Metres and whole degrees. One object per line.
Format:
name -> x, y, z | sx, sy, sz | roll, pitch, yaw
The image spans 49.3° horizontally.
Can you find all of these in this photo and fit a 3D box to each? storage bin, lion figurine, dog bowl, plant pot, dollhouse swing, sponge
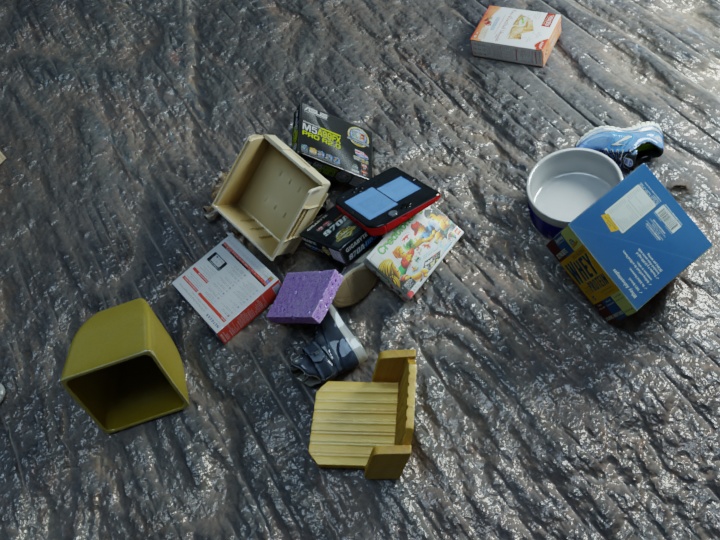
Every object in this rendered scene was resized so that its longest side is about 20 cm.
storage bin -> -0.196, -0.167, 1.746 | 0.199, 0.093, 0.200 | 40, 112, 18
lion figurine -> -0.300, -0.150, 1.882 | 0.199, 0.073, 0.122 | 41, 65, 20
dog bowl -> 0.450, -0.157, 1.649 | 0.196, 0.079, 0.203 | -8, 54, 11
plant pot -> -0.480, 0.177, 1.622 | 0.191, 0.197, 0.202 | -18, 46, 3
dollhouse swing -> 0.001, 0.257, 1.439 | 0.172, 0.183, 0.203 | 9, 56, -2
sponge -> -0.119, 0.055, 1.628 | 0.199, 0.030, 0.113 | -4, 55, 55

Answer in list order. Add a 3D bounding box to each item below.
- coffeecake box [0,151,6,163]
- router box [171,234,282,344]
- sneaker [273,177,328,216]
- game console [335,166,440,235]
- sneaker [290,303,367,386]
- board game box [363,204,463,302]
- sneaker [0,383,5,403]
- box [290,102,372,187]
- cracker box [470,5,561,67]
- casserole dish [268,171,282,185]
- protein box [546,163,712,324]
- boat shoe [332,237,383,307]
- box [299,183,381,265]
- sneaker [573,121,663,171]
coffeecake box -> -1.112, -0.302, 2.165 | 0.072, 0.154, 0.201 | 23, 65, 29
router box -> -0.296, 0.037, 1.750 | 0.179, 0.049, 0.200 | -40, 54, -13
sneaker -> -0.107, -0.178, 1.842 | 0.099, 0.070, 0.201 | 33, 72, 24
game console -> 0.053, -0.154, 1.685 | 0.175, 0.031, 0.200 | -33, 36, -13
sneaker -> -0.095, 0.141, 1.599 | 0.145, 0.077, 0.203 | -32, 53, -9
board game box -> 0.114, -0.049, 1.659 | 0.126, 0.035, 0.201 | 40, 68, 1
sneaker -> -0.865, 0.318, 1.700 | 0.073, 0.080, 0.202 | 16, 63, 24
box -> -0.065, -0.290, 1.843 | 0.197, 0.044, 0.163 | 19, 51, -23
cracker box -> 0.395, -0.598, 1.993 | 0.197, 0.058, 0.135 | 17, 62, 25
casserole dish -> -0.159, -0.250, 1.879 | 0.121, 0.039, 0.201 | -30, 19, 53
protein box -> 0.500, -0.048, 1.475 | 0.199, 0.135, 0.200 | -37, 82, -11
boat shoe -> 0.000, 0.000, 1.679 | 0.200, 0.072, 0.064 | -44, 38, -18
box -> -0.013, -0.104, 1.728 | 0.199, 0.046, 0.158 | -40, 36, -22
sneaker -> 0.558, -0.262, 1.693 | 0.196, 0.079, 0.090 | -10, 50, 9
